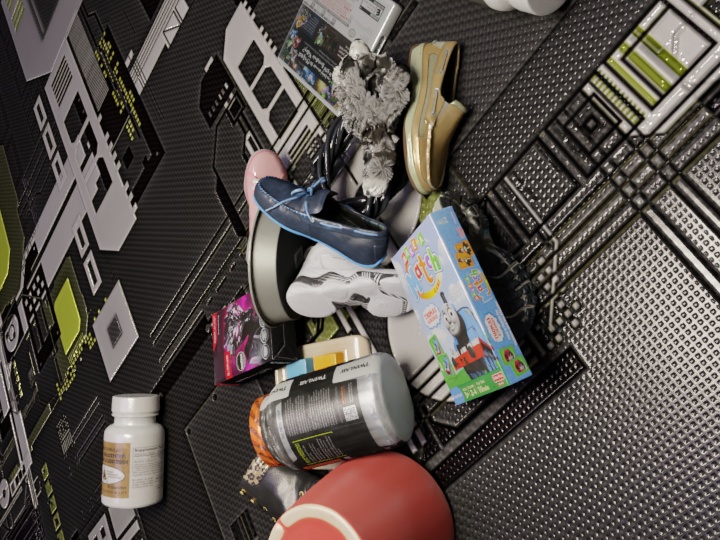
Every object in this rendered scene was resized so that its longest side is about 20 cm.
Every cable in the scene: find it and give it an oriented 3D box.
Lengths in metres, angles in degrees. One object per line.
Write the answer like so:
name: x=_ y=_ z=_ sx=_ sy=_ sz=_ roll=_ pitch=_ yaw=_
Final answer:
cable: x=0.003 y=-0.151 z=0.969 sx=0.200 sy=0.051 sz=0.164 roll=-48 pitch=49 yaw=12

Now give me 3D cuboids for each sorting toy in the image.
sorting toy: x=-0.060 y=0.200 z=1.037 sx=0.199 sy=0.036 sz=0.188 roll=-15 pitch=76 yaw=43

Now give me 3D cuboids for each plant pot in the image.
plant pot: x=-0.008 y=0.334 z=0.845 sx=0.198 sy=0.177 sz=0.203 roll=-1 pitch=88 yaw=28

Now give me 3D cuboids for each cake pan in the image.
cake pan: x=-0.105 y=-0.017 z=1.006 sx=0.036 sy=0.200 sz=0.203 roll=3 pitch=88 yaw=16

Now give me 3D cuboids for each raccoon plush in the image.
raccoon plush: x=-0.003 y=-0.204 z=0.926 sx=0.134 sy=0.096 sz=0.203 roll=-146 pitch=68 yaw=-74

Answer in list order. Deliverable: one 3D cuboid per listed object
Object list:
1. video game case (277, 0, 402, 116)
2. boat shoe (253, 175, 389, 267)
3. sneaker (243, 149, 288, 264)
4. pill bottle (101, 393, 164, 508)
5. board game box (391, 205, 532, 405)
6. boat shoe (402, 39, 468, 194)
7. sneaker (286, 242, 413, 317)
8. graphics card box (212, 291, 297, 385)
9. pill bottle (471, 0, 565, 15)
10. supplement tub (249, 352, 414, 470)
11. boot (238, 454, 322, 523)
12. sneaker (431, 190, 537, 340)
video game case: x=-0.039 y=-0.363 z=1.078 sx=0.200 sy=0.023 sz=0.183 roll=48 pitch=118 yaw=35
boat shoe: x=-0.046 y=-0.082 z=0.915 sx=0.198 sy=0.084 sz=0.069 roll=24 pitch=135 yaw=6
sneaker: x=-0.139 y=-0.088 z=1.097 sx=0.104 sy=0.074 sz=0.203 roll=-158 pitch=70 yaw=-67
pill bottle: x=-0.436 y=0.343 z=1.342 sx=0.114 sy=0.114 sz=0.203 roll=-4 pitch=83 yaw=44
board game box: x=0.109 y=0.047 z=0.810 sx=0.202 sy=0.036 sz=0.151 roll=67 pitch=160 yaw=12
boat shoe: x=0.101 y=-0.200 z=0.897 sx=0.075 sy=0.071 sz=0.203 roll=-2 pitch=86 yaw=30
sneaker: x=0.000 y=0.000 z=0.961 sx=0.197 sy=0.076 sz=0.116 roll=-5 pitch=46 yaw=16
graphics card box: x=-0.176 y=0.107 z=1.131 sx=0.199 sy=0.050 sz=0.127 roll=-26 pitch=63 yaw=47
pill bottle: x=0.152 y=-0.376 z=0.824 sx=0.200 sy=0.113 sz=0.115 roll=39 pitch=113 yaw=40
supplement tub: x=-0.039 y=0.190 z=0.919 sx=0.198 sy=0.122 sz=0.124 roll=-18 pitch=72 yaw=20
boot: x=-0.119 y=0.371 z=1.037 sx=0.150 sy=0.073 sz=0.202 roll=33 pitch=106 yaw=28
sneaker: x=0.140 y=0.004 z=0.846 sx=0.202 sy=0.077 sz=0.087 roll=66 pitch=146 yaw=28
